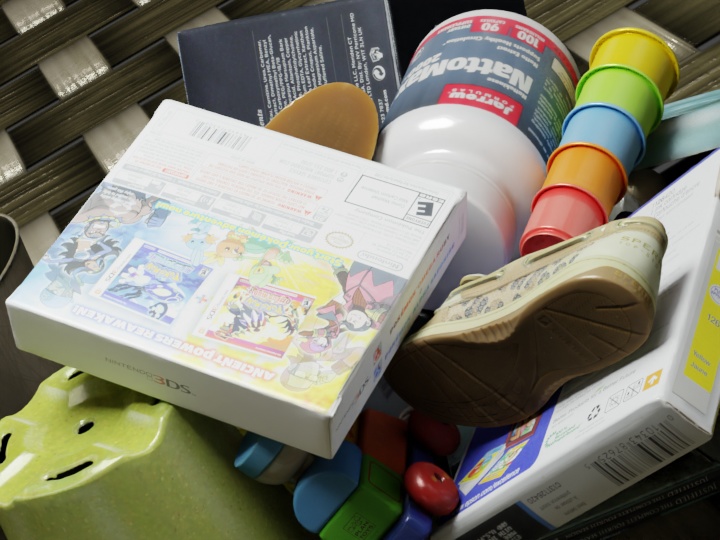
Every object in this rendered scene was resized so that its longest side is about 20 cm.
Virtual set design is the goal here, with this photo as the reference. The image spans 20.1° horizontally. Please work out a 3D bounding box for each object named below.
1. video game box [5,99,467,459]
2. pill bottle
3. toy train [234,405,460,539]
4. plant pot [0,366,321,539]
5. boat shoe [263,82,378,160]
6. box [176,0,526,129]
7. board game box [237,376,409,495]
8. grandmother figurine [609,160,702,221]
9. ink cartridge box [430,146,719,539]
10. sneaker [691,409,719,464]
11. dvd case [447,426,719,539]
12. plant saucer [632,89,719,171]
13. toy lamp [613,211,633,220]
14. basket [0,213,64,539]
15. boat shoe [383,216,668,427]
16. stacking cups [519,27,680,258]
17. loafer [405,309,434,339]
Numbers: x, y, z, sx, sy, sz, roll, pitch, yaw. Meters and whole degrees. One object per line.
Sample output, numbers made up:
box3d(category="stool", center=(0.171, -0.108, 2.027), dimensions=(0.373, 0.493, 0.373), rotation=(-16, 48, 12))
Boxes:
box3d(category="video game box", center=(-0.065, -0.001, 1.136), dimensions=(0.199, 0.047, 0.182), rotation=(18, 48, 19))
box3d(category="pill bottle", center=(0.068, -0.068, 1.278), dimensions=(0.119, 0.120, 0.200), rotation=(-14, 29, 24))
box3d(category="toy train", center=(-0.009, 0.092, 1.184), dimensions=(0.085, 0.116, 0.200), rotation=(-50, 12, 20))
box3d(category="plant pot", center=(-0.119, 0.151, 1.170), dimensions=(0.200, 0.185, 0.201), rotation=(-21, 28, 12))
box3d(category="boat shoe", center=(-0.058, -0.030, 1.255), dimensions=(0.200, 0.070, 0.070), rotation=(-54, 4, 3))
box3d(category="box", center=(0.000, -0.151, 1.563), dimensions=(0.199, 0.118, 0.196), rotation=(-6, 7, 35))
box3d(category="board game box", center=(-0.070, 0.086, 1.320), dimensions=(0.199, 0.105, 0.103), rotation=(1, 40, 43))
box3d(category="grandmother figurine", center=(0.243, -0.059, 1.307), dimensions=(0.199, 0.061, 0.121), rotation=(-13, -14, 9))
box3d(category="ink cartridge box", center=(0.135, 0.051, 1.127), dimensions=(0.198, 0.047, 0.200), rotation=(-41, 16, 45))
box3d(category="sneaker", center=(0.188, 0.083, 1.116), dimensions=(0.087, 0.074, 0.200), rotation=(-41, 19, 15))
box3d(category="dvd case", center=(0.149, 0.100, 1.193), dimensions=(0.199, 0.022, 0.146), rotation=(-22, 29, 7))
box3d(category="plant saucer", center=(0.219, -0.098, 1.367), dimensions=(0.199, 0.028, 0.200), rotation=(-16, 6, 2))
box3d(category="toy lamp", center=(0.249, -0.005, 1.224), dimensions=(0.199, 0.058, 0.058), rotation=(2, 39, 31))
box3d(category="basket", center=(-0.245, 0.093, 1.358), dimensions=(0.136, 0.200, 0.181), rotation=(-10, 34, 29))
box3d(category="boat shoe", center=(0.091, 0.030, 1.100), dimensions=(0.200, 0.073, 0.063), rotation=(-25, 28, 46))
box3d(category="stacking cups", center=(0.139, -0.072, 1.230), dimensions=(0.060, 0.061, 0.200), rotation=(-8, 32, 32))
box3d(category="loafer", center=(0.000, 0.000, 1.326), dimensions=(0.200, 0.068, 0.070), rotation=(23, 30, 17))
